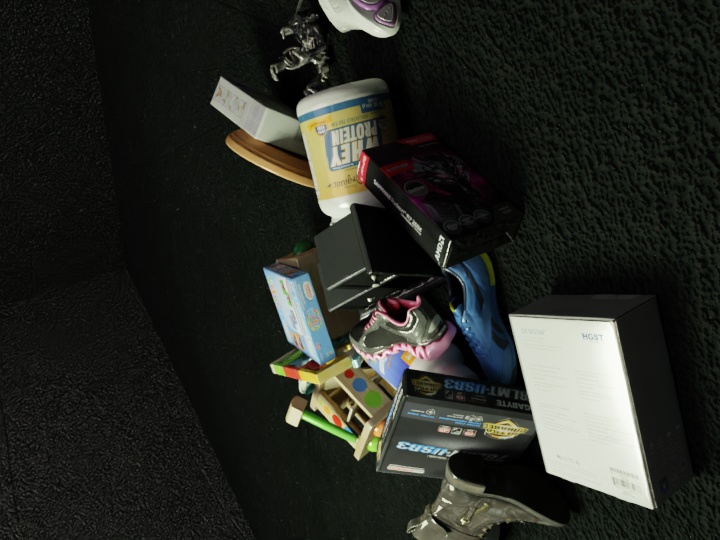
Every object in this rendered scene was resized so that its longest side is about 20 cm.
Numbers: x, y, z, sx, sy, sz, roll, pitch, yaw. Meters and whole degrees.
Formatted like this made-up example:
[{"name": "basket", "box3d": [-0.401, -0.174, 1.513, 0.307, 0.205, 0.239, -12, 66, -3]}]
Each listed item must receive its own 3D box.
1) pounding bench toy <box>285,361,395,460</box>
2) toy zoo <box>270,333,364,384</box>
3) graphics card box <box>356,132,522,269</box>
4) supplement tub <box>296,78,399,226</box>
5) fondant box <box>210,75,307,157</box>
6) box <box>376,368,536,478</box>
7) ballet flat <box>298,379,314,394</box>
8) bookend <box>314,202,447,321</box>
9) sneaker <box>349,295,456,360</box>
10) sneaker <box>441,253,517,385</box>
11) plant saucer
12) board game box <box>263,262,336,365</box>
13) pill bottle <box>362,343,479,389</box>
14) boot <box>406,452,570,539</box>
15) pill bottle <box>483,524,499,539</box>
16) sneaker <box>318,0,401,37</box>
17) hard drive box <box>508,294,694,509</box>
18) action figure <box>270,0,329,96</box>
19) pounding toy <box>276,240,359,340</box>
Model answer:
[{"name": "pounding bench toy", "box3d": [-0.016, 0.253, 1.144, 0.156, 0.198, 0.126, 42, 143, 22]}, {"name": "toy zoo", "box3d": [-0.061, 0.151, 1.126, 0.198, 0.130, 0.021, -2, 114, 56]}, {"name": "graphics card box", "box3d": [0.097, -0.097, 0.827, 0.201, 0.123, 0.052, 51, 146, 34]}, {"name": "supplement tub", "box3d": [-0.006, -0.166, 0.952, 0.144, 0.142, 0.205, 3, 110, 60]}, {"name": "fondant box", "box3d": [-0.167, -0.278, 1.167, 0.199, 0.142, 0.059, 39, 110, 44]}, {"name": "box", "box3d": [0.133, 0.226, 0.897, 0.050, 0.194, 0.201, -87, 8, -46]}, {"name": "ballet flat", "box3d": [-0.070, 0.181, 1.229, 0.070, 0.199, 0.074, 4, 99, 29]}, {"name": "bookend", "box3d": [0.000, 0.000, 0.908, 0.197, 0.197, 0.094, -28, 70, 36]}, {"name": "sneaker", "box3d": [0.043, 0.073, 0.916, 0.198, 0.080, 0.096, -11, 129, 49]}, {"name": "sneaker", "box3d": [0.156, 0.075, 0.878, 0.065, 0.077, 0.205, -3, 106, 59]}, {"name": "plant saucer", "box3d": [-0.145, -0.207, 1.152, 0.200, 0.197, 0.038, 41, 110, 43]}, {"name": "board game box", "box3d": [-0.112, 0.071, 1.137, 0.199, 0.036, 0.155, 14, 123, 67]}, {"name": "pill bottle", "box3d": [0.092, 0.144, 0.996, 0.199, 0.110, 0.115, 36, 137, 47]}, {"name": "boot", "box3d": [0.177, 0.353, 0.911, 0.195, 0.070, 0.178, 19, 122, 7]}, {"name": "pill bottle", "box3d": [0.162, 0.436, 1.047, 0.111, 0.109, 0.203, 48, 145, 35]}, {"name": "sneaker", "box3d": [-0.002, -0.379, 0.916, 0.201, 0.074, 0.101, 52, 165, 32]}, {"name": "hard drive box", "box3d": [0.264, 0.135, 0.717, 0.155, 0.075, 0.205, -1, 106, 61]}, {"name": "action figure", "box3d": [-0.091, -0.340, 1.049, 0.119, 0.100, 0.205, -177, 69, -72]}, {"name": "pounding toy", "box3d": [-0.056, 0.006, 1.187, 0.183, 0.139, 0.205, 0, 111, 69]}]
